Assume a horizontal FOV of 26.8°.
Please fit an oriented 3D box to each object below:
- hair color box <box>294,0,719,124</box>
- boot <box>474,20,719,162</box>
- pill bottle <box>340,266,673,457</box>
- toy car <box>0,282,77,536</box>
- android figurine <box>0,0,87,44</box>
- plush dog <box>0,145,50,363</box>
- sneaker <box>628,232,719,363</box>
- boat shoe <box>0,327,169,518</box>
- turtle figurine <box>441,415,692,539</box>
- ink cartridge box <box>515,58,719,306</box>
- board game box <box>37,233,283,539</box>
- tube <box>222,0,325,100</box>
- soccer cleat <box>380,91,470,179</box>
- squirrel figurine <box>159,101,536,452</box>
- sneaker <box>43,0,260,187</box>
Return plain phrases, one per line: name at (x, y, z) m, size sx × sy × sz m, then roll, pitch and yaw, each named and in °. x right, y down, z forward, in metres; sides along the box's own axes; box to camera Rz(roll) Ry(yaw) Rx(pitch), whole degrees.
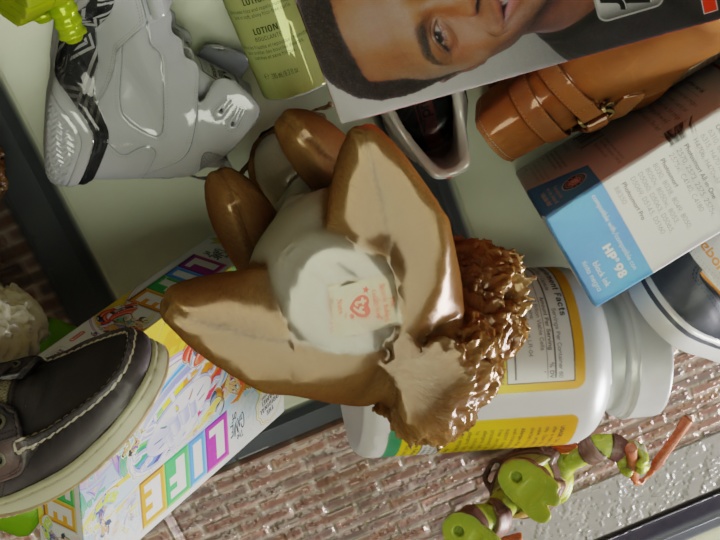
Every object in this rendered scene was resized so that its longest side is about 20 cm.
hair color box at (0.069, -0.147, 0.693) m, size 0.197 × 0.062 × 0.102 m, roll -14°, pitch 125°, yaw 13°
boot at (0.130, -0.117, 0.829) m, size 0.153 × 0.074 × 0.200 m, roll -27°, pitch 166°, yaw 9°
pill bottle at (0.090, 0.055, 0.948) m, size 0.197 × 0.113 × 0.114 m, roll -3°, pitch 120°, yaw -10°
toy car at (-0.280, 0.099, 0.907) m, size 0.163 × 0.159 × 0.200 m, roll 24°, pitch 141°, yaw -19°
android figurine at (-0.180, -0.201, 0.709) m, size 0.041 × 0.182 × 0.202 m, roll -30°, pitch 121°, yaw -18°
plush dog at (-0.265, -0.037, 0.785) m, size 0.197 × 0.172 × 0.162 m, roll -1°, pitch 125°, yaw -24°
sneaker at (0.248, 0.018, 0.945) m, size 0.079 × 0.079 × 0.199 m, roll -45°, pitch 149°, yaw 21°
boat shoe at (-0.182, 0.079, 0.738) m, size 0.199 × 0.072 × 0.065 m, roll -28°, pitch 122°, yaw 25°
turtle figurine at (0.121, 0.142, 1.004) m, size 0.199 × 0.161 × 0.065 m, roll -30°, pitch 80°, yaw 19°
ink cartridge box at (0.198, -0.071, 0.892) m, size 0.199 × 0.116 × 0.067 m, roll -32°, pitch 105°, yaw 7°
board game box at (-0.112, 0.070, 0.879) m, size 0.034 × 0.200 × 0.136 m, roll 17°, pitch 124°, yaw 25°
tube at (-0.066, -0.191, 0.809) m, size 0.058 × 0.052 × 0.202 m, roll -28°, pitch 115°, yaw -16°
soccer cleat at (0.019, -0.142, 0.838) m, size 0.068 × 0.085 × 0.202 m, roll -20°, pitch 121°, yaw 0°
squirrel figurine at (0.000, 0.000, 0.830) m, size 0.200 × 0.187 × 0.142 m, roll 40°, pitch 99°, yaw -17°
sneaker at (-0.109, -0.133, 0.824) m, size 0.113 × 0.075 × 0.202 m, roll 5°, pitch 123°, yaw -15°
